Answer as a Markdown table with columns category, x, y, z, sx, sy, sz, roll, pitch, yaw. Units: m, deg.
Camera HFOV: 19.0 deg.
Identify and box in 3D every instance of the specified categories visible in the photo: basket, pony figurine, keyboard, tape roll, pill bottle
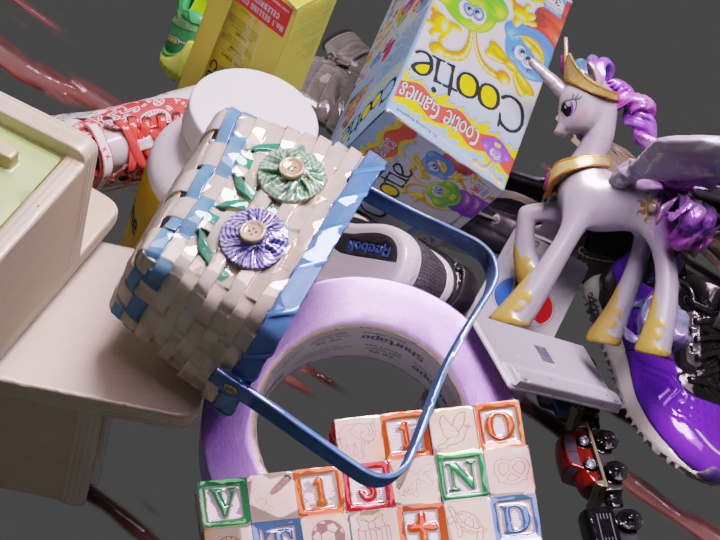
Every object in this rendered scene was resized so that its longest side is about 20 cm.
| category | x | y | z | sx | sy | sz | roll | pitch | yaw |
| --- | --- | --- | --- | --- | --- | --- | --- | --- | --- |
| basket | -0.032 | 0.014 | 1.263 | 0.200 | 0.139 | 0.176 | 31 | 56 | -8 |
| pony figurine | 0.192 | -0.046 | 1.461 | 0.193 | 0.200 | 0.167 | 12 | -1 | 8 |
| keyboard | 0.125 | 0.063 | 1.430 | 0.056 | 0.011 | 0.200 | 55 | 16 | 22 |
| tape roll | -0.002 | 0.108 | 1.366 | 0.200 | 0.066 | 0.200 | 2 | 71 | -5 |
| pill bottle | -0.095 | -0.033 | 1.421 | 0.112 | 0.200 | 0.113 | 12 | 45 | -12 |

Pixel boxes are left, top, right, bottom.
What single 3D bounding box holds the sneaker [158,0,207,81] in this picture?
| category | x | y | z | sx | sy | sz | roll | pitch | yaw |
| --- | --- | --- | --- | --- | --- | --- | --- | --- | --- |
| sneaker | -0.097 | -0.221 | 1.683 | 0.074 | 0.084 | 0.200 | 21 | 43 | -2 |

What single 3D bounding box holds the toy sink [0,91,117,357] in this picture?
| category | x | y | z | sx | sy | sz | roll | pitch | yaw |
| --- | --- | --- | --- | --- | --- | --- | --- | --- | --- |
| toy sink | -0.235 | -0.039 | 1.258 | 0.130 | 0.112 | 0.200 | 28 | 46 | 10 |

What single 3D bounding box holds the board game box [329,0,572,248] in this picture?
| category | x | y | z | sx | sy | sz | roll | pitch | yaw |
| --- | --- | --- | --- | --- | --- | --- | --- | --- | --- |
| board game box | 0.062 | -0.130 | 1.544 | 0.103 | 0.105 | 0.200 | 34 | 50 | -14 |

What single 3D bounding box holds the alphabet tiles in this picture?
| category | x | y | z | sx | sy | sz | roll | pitch | yaw |
| --- | --- | --- | --- | --- | --- | --- | --- | --- | --- |
| alphabet tiles | 0.226 | -0.052 | 1.630 | 0.167 | 0.008 | 0.200 | 47 | 14 | 22 |

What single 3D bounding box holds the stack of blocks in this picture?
| category | x | y | z | sx | sy | sz | roll | pitch | yaw |
| --- | --- | --- | --- | --- | --- | --- | --- | --- | --- |
| stack of blocks | 0.003 | 0.149 | 1.286 | 0.200 | 0.059 | 0.115 | -6 | 71 | -8 |

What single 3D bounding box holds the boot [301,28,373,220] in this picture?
| category | x | y | z | sx | sy | sz | roll | pitch | yaw |
| --- | --- | --- | --- | --- | --- | --- | --- | --- | --- |
| boot | -0.007 | -0.104 | 1.639 | 0.131 | 0.068 | 0.200 | 21 | 42 | 14 |

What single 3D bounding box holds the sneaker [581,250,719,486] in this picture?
| category | x | y | z | sx | sy | sz | roll | pitch | yaw |
| --- | --- | --- | --- | --- | --- | --- | --- | --- | --- |
| sneaker | 0.231 | 0.054 | 1.533 | 0.070 | 0.100 | 0.200 | 26 | 34 | -43 |

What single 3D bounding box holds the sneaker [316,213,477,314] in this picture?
| category | x | y | z | sx | sy | sz | roll | pitch | yaw |
| --- | --- | --- | --- | --- | --- | --- | --- | --- | --- |
| sneaker | 0.000 | 0.000 | 1.515 | 0.112 | 0.073 | 0.200 | 27 | -2 | -41 |

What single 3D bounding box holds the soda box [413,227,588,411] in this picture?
| category | x | y | z | sx | sy | sz | roll | pitch | yaw |
| --- | --- | --- | --- | --- | --- | --- | --- | --- | --- |
| soda box | 0.093 | 0.062 | 1.504 | 0.064 | 0.068 | 0.200 | 27 | 44 | 4 |

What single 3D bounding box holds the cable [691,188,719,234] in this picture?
| category | x | y | z | sx | sy | sz | roll | pitch | yaw |
| --- | --- | --- | --- | --- | --- | --- | --- | --- | --- |
| cable | 0.321 | 0.000 | 1.625 | 0.200 | 0.051 | 0.163 | 63 | 19 | 19 |

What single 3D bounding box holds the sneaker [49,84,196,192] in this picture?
| category | x | y | z | sx | sy | sz | roll | pitch | yaw |
| --- | --- | --- | --- | --- | --- | --- | --- | --- | --- |
| sneaker | -0.154 | -0.081 | 1.467 | 0.201 | 0.067 | 0.108 | -7 | 14 | 17 |

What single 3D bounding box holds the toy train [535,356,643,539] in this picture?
| category | x | y | z | sx | sy | sz | roll | pitch | yaw |
| --- | --- | --- | --- | --- | --- | --- | --- | --- | --- |
| toy train | 0.157 | 0.133 | 1.491 | 0.046 | 0.034 | 0.200 | -3 | 49 | -11 |

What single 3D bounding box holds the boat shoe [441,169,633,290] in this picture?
| category | x | y | z | sx | sy | sz | roll | pitch | yaw |
| --- | --- | --- | --- | --- | --- | --- | --- | --- | --- |
| boat shoe | 0.142 | -0.037 | 1.622 | 0.200 | 0.063 | 0.073 | 12 | 46 | -11 |

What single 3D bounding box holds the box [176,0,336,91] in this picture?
| category | x | y | z | sx | sy | sz | roll | pitch | yaw |
| --- | --- | --- | --- | --- | --- | --- | --- | --- | --- |
| box | -0.082 | -0.138 | 1.526 | 0.075 | 0.200 | 0.050 | 42 | 44 | 16 |

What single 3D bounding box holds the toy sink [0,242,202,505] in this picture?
| category | x | y | z | sx | sy | sz | roll | pitch | yaw |
| --- | --- | --- | --- | --- | --- | --- | --- | --- | --- |
| toy sink | -0.200 | 0.060 | 1.344 | 0.200 | 0.112 | 0.130 | 11 | 46 | -6 |
